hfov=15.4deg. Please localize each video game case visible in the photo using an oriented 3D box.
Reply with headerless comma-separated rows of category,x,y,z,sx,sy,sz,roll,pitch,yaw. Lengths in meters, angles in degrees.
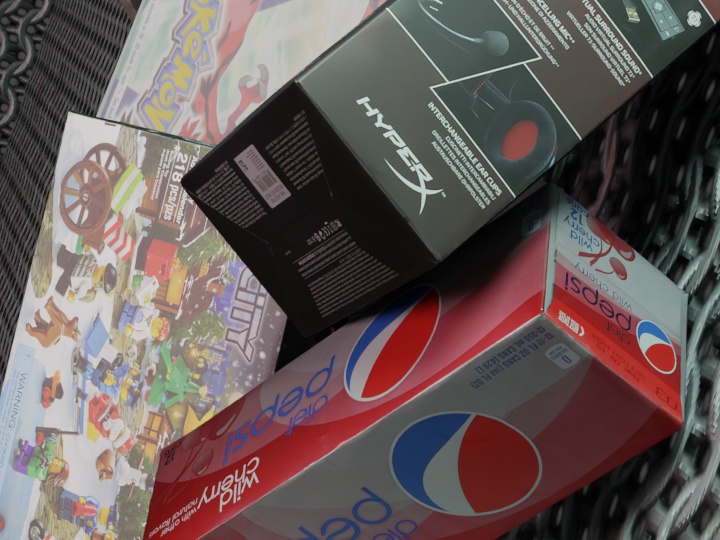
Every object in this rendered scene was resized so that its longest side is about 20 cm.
video game case,-0.041,-0.058,1.067,0.182,0.023,0.201,35,106,44

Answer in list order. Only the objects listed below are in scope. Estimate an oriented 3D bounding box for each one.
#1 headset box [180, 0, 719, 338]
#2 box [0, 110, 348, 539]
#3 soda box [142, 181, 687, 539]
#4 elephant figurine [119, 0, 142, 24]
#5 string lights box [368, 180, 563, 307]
headset box,0.050,-0.076,0.896,0.200,0.075,0.149,-41,4,-21
box,-0.078,0.050,1.026,0.136,0.038,0.201,15,92,39
soda box,0.014,0.057,0.892,0.200,0.070,0.064,-36,30,34
elephant figurine,-0.061,-0.131,1.191,0.200,0.155,0.142,-20,-52,-65
string lights box,0.016,0.064,1.031,0.103,0.059,0.201,146,140,-64
